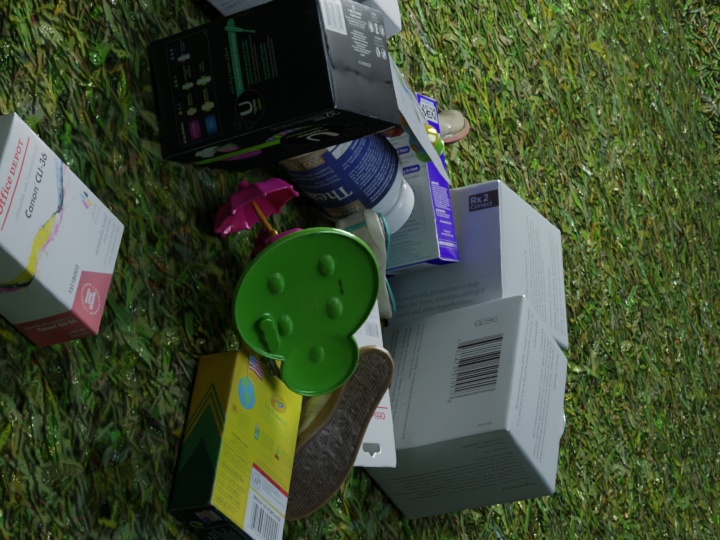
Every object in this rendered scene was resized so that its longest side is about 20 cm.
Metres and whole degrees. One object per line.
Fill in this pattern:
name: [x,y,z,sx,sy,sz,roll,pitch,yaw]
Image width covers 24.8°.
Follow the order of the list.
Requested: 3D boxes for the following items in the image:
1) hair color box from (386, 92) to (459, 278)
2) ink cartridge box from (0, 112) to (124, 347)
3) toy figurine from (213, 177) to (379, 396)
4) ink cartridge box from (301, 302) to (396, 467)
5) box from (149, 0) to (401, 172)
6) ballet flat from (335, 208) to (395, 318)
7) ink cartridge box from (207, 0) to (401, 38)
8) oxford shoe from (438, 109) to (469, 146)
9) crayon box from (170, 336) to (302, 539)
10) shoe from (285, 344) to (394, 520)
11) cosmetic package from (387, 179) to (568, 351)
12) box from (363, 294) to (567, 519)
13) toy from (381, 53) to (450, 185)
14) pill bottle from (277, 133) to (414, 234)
hair color box: [0.046,-0.100,1.954,0.065,0.108,0.203,6,74,-62]
ink cartridge box: [-0.283,-0.042,1.329,0.200,0.067,0.118,49,38,-44]
toy figurine: [-0.077,-0.005,1.632,0.185,0.149,0.202,-122,-164,-50]
ink cartridge box: [-0.024,0.117,1.767,0.117,0.067,0.203,14,65,-59]
box: [-0.085,-0.186,1.632,0.148,0.198,0.126,4,73,-62]
ballet flat: [0.000,0.000,1.859,0.201,0.069,0.070,83,11,-56]
ink cartridge box: [-0.064,-0.307,1.774,0.200,0.145,0.084,38,34,-51]
oxford shoe: [0.085,-0.190,2.117,0.076,0.070,0.200,67,27,-7]
crayon box: [-0.115,0.169,1.586,0.127,0.050,0.202,50,38,-43]
shoe: [-0.032,0.164,1.671,0.070,0.053,0.201,34,87,-21]
cosmetic package: [0.145,0.009,2.040,0.200,0.163,0.167,30,53,-54]
box: [0.121,0.159,1.890,0.131,0.198,0.200,52,35,-36]
toy: [0.036,-0.180,1.811,0.200,0.047,0.116,46,22,-52]
pill bottle: [-0.021,-0.122,1.830,0.200,0.110,0.112,47,39,-45]
